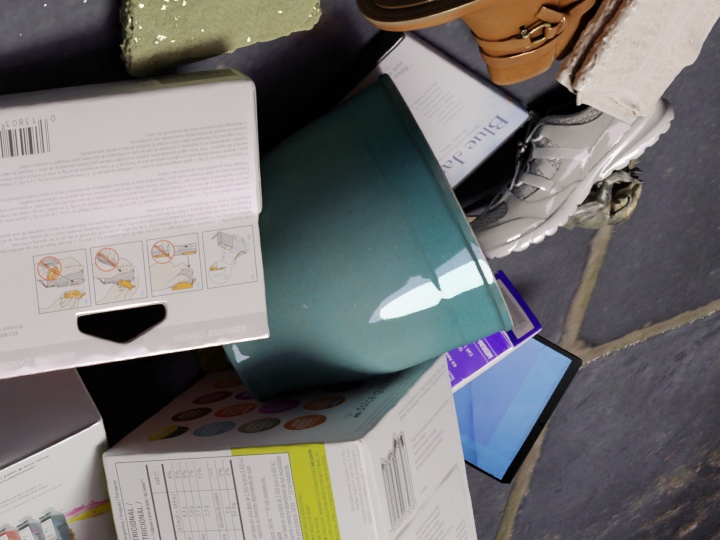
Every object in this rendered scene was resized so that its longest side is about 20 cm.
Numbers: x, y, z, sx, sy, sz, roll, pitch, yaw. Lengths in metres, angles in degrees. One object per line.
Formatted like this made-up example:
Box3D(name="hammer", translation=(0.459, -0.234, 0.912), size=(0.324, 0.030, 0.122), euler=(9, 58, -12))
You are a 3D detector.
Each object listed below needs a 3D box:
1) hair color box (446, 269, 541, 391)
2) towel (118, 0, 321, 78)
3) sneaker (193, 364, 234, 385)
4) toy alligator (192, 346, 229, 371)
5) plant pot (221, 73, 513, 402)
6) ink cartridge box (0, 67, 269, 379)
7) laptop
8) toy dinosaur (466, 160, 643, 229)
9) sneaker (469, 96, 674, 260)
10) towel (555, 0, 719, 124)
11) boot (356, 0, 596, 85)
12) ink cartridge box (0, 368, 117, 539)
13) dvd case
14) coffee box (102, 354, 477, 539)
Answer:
Box3D(name="hair color box", translation=(0.035, 0.083, 1.661), size=(0.200, 0.065, 0.109), euler=(-38, 175, 17))
Box3D(name="towel", translation=(-0.084, -0.206, 1.344), size=(0.148, 0.037, 0.200), euler=(-20, 148, -20))
Box3D(name="sneaker", translation=(-0.065, 0.093, 1.746), size=(0.200, 0.080, 0.086), euler=(-46, 157, 29))
Box3D(name="toy alligator", translation=(-0.119, 0.017, 1.600), size=(0.054, 0.059, 0.200), euler=(-30, 149, -6))
Box3D(name="plant pot", translation=(-0.020, -0.007, 1.507), size=(0.188, 0.200, 0.200), euler=(-27, 149, 1))
Box3D(name="ink cartridge box", translation=(-0.163, -0.031, 1.387), size=(0.200, 0.045, 0.176), euler=(-8, 107, -17))
Box3D(name="laptop", translation=(0.058, 0.115, 1.862), size=(0.200, 0.103, 0.177), euler=(-10, 142, -34))
Box3D(name="toy dinosaur", translation=(0.178, -0.064, 1.783), size=(0.200, 0.047, 0.088), euler=(-4, 145, -35))
Box3D(name="sneaker", translation=(0.149, -0.089, 1.702), size=(0.200, 0.082, 0.075), euler=(-42, -167, 1))
Box3D(name="towel", translation=(0.229, -0.202, 1.593), size=(0.200, 0.034, 0.133), euler=(-59, 151, 12))
Box3D(name="boot", translation=(0.088, -0.186, 1.512), size=(0.200, 0.077, 0.155), euler=(-32, 154, -17))
Box3D(name="ink cartridge box", translation=(-0.263, 0.133, 1.546), size=(0.145, 0.145, 0.200), euler=(-25, 149, -14))
Box3D(name="dvd case", translation=(0.029, -0.101, 1.614), size=(0.143, 0.018, 0.200), euler=(-44, 148, 15))
Box3D(name="coffee box", translation=(-0.042, 0.187, 1.534), size=(0.198, 0.200, 0.200), euler=(-6, -168, 21))
